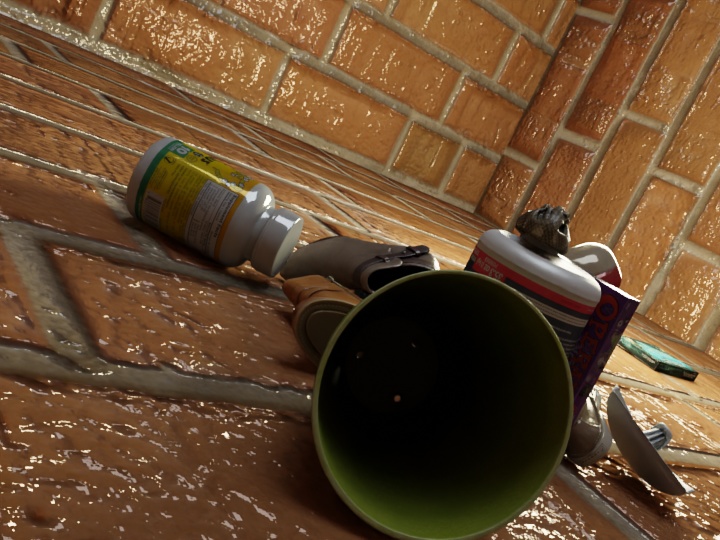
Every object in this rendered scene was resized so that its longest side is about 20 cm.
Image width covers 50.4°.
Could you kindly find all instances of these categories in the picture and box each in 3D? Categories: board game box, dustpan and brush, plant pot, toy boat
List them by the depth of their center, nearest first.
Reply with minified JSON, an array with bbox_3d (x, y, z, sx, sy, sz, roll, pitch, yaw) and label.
[{"bbox_3d":[0.042,0.093,0.619,0.186,0.189,0.200,24,-3,-9],"label":"plant pot"},{"bbox_3d":[0.216,0.095,0.859,0.032,0.201,0.120,14,16,-41],"label":"board game box"},{"bbox_3d":[0.353,0.217,0.946,0.140,0.057,0.200,58,-9,24],"label":"dustpan and brush"},{"bbox_3d":[0.256,0.048,0.983,0.129,0.132,0.200,-16,-11,-17],"label":"toy boat"},{"bbox_3d":[0.734,0.216,1.898,0.199,0.028,0.135,17,16,-39],"label":"board game box"}]

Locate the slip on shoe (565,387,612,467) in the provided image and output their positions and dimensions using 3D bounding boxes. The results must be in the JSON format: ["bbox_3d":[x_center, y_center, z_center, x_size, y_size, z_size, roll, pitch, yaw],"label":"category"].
[{"bbox_3d":[0.252,0.166,0.938,0.061,0.076,0.200,46,17,-8],"label":"slip on shoe"}]

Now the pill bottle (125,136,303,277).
[{"bbox_3d":[-0.177,-0.074,0.948,0.199,0.114,0.113,28,12,6],"label":"pill bottle"}]

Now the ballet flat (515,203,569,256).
[{"bbox_3d":[0.203,-0.049,0.832,0.067,0.047,0.200,29,10,11],"label":"ballet flat"}]

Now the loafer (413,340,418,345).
[{"bbox_3d":[0.125,0.072,0.934,0.198,0.073,0.072,17,19,-24],"label":"loafer"}]

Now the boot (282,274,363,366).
[{"bbox_3d":[-0.037,0.042,0.832,0.199,0.077,0.155,17,16,-49],"label":"boot"}]

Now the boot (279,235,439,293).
[{"bbox_3d":[0.000,0.000,0.967,0.198,0.071,0.146,-9,14,-8],"label":"boot"}]

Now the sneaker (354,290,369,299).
[{"bbox_3d":[0.048,0.049,1.061,0.082,0.073,0.200,39,11,-25],"label":"sneaker"}]

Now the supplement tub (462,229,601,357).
[{"bbox_3d":[0.150,0.072,0.812,0.139,0.201,0.140,25,11,-5],"label":"supplement tub"}]
